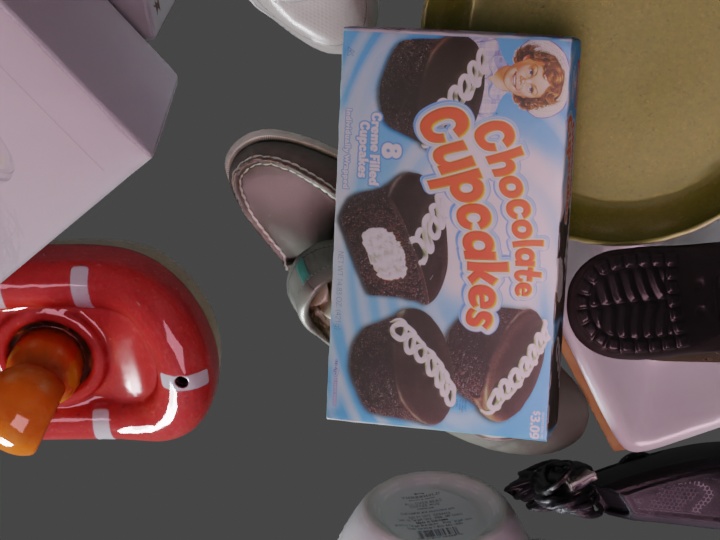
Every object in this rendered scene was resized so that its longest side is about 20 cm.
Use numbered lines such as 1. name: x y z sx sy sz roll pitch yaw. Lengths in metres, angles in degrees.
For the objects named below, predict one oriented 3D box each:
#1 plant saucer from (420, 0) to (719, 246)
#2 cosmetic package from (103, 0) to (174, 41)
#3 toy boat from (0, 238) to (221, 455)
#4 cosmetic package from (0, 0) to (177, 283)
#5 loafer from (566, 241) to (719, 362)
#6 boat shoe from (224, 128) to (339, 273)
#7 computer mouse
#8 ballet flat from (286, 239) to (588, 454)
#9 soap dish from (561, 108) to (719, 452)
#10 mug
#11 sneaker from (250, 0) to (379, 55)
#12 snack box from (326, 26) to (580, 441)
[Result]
1. plant saucer: 0.130 -0.113 0.848 0.200 0.031 0.200 2 98 15
2. cosmetic package: -0.206 -0.171 0.886 0.200 0.071 0.102 -3 119 8
3. toy boat: -0.183 0.059 0.984 0.200 0.131 0.131 -1 121 6
4. cosmetic package: -0.231 -0.087 0.816 0.200 0.123 0.199 -38 109 15
5. loafer: 0.200 0.014 0.875 0.200 0.071 0.073 4 87 -7
6. boat shoe: 0.002 -0.002 0.972 0.202 0.060 0.072 41 115 -18
7. computer mouse: 0.194 0.126 1.012 0.200 0.138 0.053 7 85 -5
8. ballet flat: 0.045 0.054 0.930 0.200 0.064 0.067 32 101 -15
9. soap dish: 0.176 -0.006 0.942 0.157 0.081 0.200 -21 117 17
10. mug: 0.070 0.222 1.051 0.200 0.148 0.176 0 114 0
11. sneaker: -0.058 -0.178 0.853 0.076 0.092 0.200 -29 120 19
12. snack box: 0.046 -0.020 0.849 0.116 0.037 0.200 4 98 14
